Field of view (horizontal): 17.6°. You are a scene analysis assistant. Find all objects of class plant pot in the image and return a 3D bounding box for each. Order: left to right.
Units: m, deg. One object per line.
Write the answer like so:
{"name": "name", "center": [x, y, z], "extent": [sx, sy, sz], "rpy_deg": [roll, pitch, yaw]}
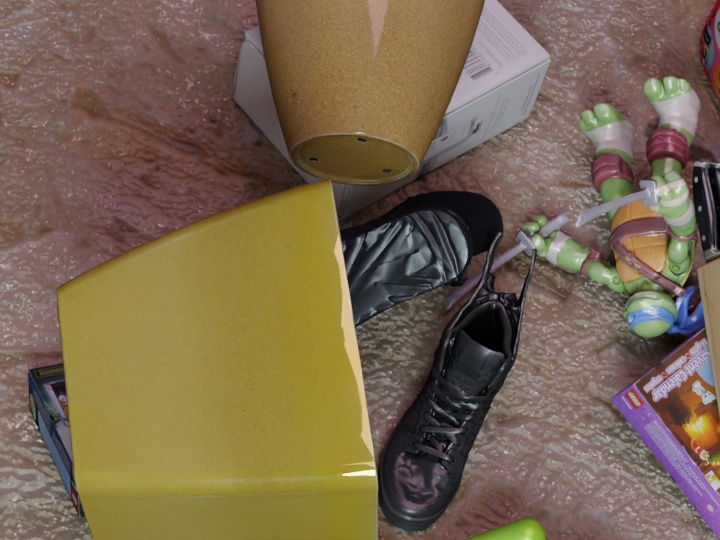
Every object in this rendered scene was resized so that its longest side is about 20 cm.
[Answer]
{"name": "plant pot", "center": [-0.090, 0.083, 1.442], "extent": [0.176, 0.200, 0.200], "rpy_deg": [-7, 65, -4]}
{"name": "plant pot", "center": [0.004, -0.169, 1.670], "extent": [0.186, 0.186, 0.200], "rpy_deg": [7, 70, -7]}

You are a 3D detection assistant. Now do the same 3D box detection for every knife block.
{"name": "knife block", "center": [0.276, 0.019, 1.647], "extent": [0.176, 0.064, 0.200], "rpy_deg": [44, 60, -9]}

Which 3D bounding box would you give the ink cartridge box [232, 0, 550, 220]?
{"name": "ink cartridge box", "center": [0.022, -0.150, 1.803], "extent": [0.200, 0.083, 0.147], "rpy_deg": [-29, 66, -28]}

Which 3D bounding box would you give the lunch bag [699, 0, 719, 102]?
{"name": "lunch bag", "center": [0.353, -0.159, 1.822], "extent": [0.082, 0.176, 0.200], "rpy_deg": [-15, 59, -21]}

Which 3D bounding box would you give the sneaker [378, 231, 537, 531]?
{"name": "sneaker", "center": [0.069, 0.079, 1.633], "extent": [0.060, 0.104, 0.200], "rpy_deg": [24, 58, 5]}

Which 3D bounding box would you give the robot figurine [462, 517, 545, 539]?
{"name": "robot figurine", "center": [0.106, 0.252, 1.505], "extent": [0.200, 0.116, 0.176], "rpy_deg": [-8, 75, -34]}

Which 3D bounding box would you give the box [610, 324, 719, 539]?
{"name": "box", "center": [0.296, 0.091, 1.698], "extent": [0.200, 0.039, 0.137], "rpy_deg": [-35, 85, -30]}

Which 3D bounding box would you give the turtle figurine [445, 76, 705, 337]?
{"name": "turtle figurine", "center": [0.185, -0.058, 1.735], "extent": [0.200, 0.144, 0.194], "rpy_deg": [13, 55, -7]}

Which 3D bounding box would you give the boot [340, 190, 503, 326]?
{"name": "boot", "center": [0.000, 0.000, 1.668], "extent": [0.200, 0.168, 0.076], "rpy_deg": [-20, 91, 11]}

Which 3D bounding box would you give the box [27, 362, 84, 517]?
{"name": "box", "center": [-0.114, 0.099, 1.592], "extent": [0.200, 0.038, 0.137], "rpy_deg": [-10, 30, -18]}
